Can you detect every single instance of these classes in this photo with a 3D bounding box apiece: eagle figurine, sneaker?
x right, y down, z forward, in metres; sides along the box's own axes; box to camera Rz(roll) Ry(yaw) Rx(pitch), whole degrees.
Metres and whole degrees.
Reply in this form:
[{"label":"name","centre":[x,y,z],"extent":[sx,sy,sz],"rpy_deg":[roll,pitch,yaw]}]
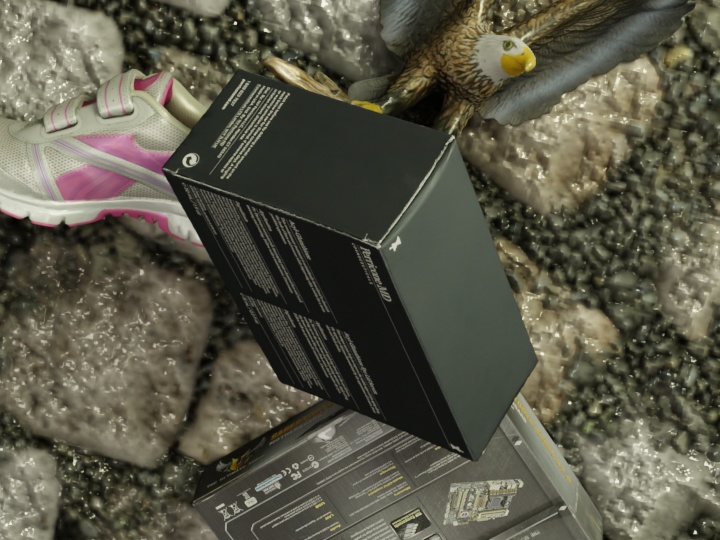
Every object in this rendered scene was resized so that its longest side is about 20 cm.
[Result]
[{"label":"eagle figurine","centre":[0.071,-0.130,1.075],"extent":[0.200,0.151,0.152],"rpy_deg":[-52,145,-7]},{"label":"sneaker","centre":[-0.137,-0.074,1.133],"extent":[0.199,0.081,0.089],"rpy_deg":[7,112,-6]}]

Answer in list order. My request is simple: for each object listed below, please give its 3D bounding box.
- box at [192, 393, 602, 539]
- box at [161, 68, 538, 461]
[{"label":"box","centre":[0.023,0.145,1.218],"extent":[0.199,0.048,0.159],"rpy_deg":[-31,107,17]},{"label":"box","centre":[0.000,0.000,1.069],"extent":[0.141,0.079,0.200],"rpy_deg":[23,154,32]}]
